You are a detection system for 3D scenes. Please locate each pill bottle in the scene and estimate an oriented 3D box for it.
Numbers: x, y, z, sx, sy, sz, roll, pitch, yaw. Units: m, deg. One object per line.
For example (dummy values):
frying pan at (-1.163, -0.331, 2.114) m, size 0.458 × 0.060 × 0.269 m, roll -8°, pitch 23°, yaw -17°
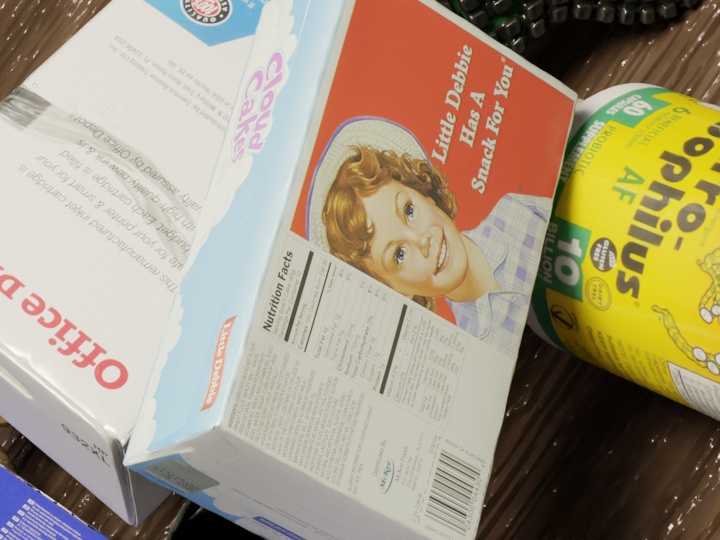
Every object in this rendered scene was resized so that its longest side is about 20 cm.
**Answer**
pill bottle at (0.161, 0.007, 1.054) m, size 0.199 × 0.113 × 0.113 m, roll 25°, pitch 77°, yaw 42°

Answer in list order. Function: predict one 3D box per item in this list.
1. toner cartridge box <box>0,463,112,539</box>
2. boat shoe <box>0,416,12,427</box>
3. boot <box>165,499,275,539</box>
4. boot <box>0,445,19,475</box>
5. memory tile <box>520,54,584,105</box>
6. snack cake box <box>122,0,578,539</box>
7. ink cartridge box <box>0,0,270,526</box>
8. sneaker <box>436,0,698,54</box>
toner cartridge box at (-0.168, 0.130, 1.169) m, size 0.199 × 0.043 × 0.095 m, roll 33°, pitch 55°, yaw 15°
boat shoe at (-0.098, 0.025, 1.251) m, size 0.199 × 0.072 × 0.072 m, roll -25°, pitch 66°, yaw 12°
boot at (-0.040, 0.101, 1.092) m, size 0.077 × 0.139 × 0.201 m, roll 2°, pitch 44°, yaw 2°
boot at (-0.182, 0.181, 1.209) m, size 0.154 × 0.072 × 0.200 m, roll 30°, pitch 82°, yaw 41°
memory tile at (0.001, -0.029, 1.193) m, size 0.153 × 0.017 × 0.200 m, roll 36°, pitch 69°, yaw 21°
snack cake box at (0.000, 0.000, 1.022) m, size 0.067 × 0.115 × 0.201 m, roll -25°, pitch 43°, yaw 52°
ink cartridge box at (-0.078, -0.020, 1.134) m, size 0.145 × 0.084 × 0.200 m, roll 37°, pitch 67°, yaw 20°
sneaker at (0.055, -0.135, 1.212) m, size 0.199 × 0.078 × 0.085 m, roll -12°, pitch 33°, yaw -19°
